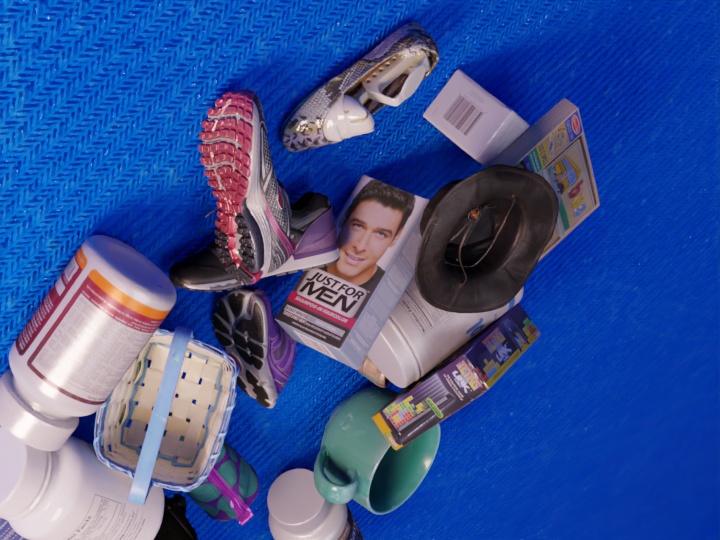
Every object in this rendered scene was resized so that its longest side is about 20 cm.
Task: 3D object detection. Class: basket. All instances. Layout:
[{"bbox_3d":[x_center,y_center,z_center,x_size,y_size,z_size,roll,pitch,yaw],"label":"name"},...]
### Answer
[{"bbox_3d":[-0.204,0.148,1.379,0.200,0.138,0.178,162,-55,-80],"label":"basket"}]

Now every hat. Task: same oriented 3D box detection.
[{"bbox_3d":[0.122,-0.046,1.481,0.199,0.081,0.203,-20,129,-27],"label":"hat"}]

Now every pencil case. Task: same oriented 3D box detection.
[{"bbox_3d":[-0.191,0.233,1.590,0.085,0.092,0.200,-41,146,-7],"label":"pencil case"}]

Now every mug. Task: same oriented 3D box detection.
[{"bbox_3d":[0.011,0.231,1.767,0.153,0.114,0.185,-61,149,4],"label":"mug"}]

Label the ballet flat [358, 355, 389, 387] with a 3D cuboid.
[{"bbox_3d":[0.086,0.089,1.761,0.199,0.067,0.068,-38,147,-13],"label":"ballet flat"}]

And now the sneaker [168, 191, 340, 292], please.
[{"bbox_3d":[-0.120,-0.037,1.434,0.198,0.075,0.089,-15,107,-28],"label":"sneaker"}]

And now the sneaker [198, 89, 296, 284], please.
[{"bbox_3d":[-0.112,-0.090,1.346,0.074,0.080,0.202,-28,128,-38],"label":"sneaker"}]

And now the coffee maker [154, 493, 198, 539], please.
[{"bbox_3d":[-0.256,0.380,1.567,0.133,0.193,0.201,-9,137,-15],"label":"coffee maker"}]

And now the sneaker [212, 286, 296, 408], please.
[{"bbox_3d":[-0.117,0.075,1.547,0.084,0.080,0.201,-49,156,-26],"label":"sneaker"}]

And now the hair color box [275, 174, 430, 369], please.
[{"bbox_3d":[0.000,0.000,1.504,0.201,0.098,0.061,-59,147,-14],"label":"hair color box"}]

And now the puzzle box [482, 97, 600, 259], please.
[{"bbox_3d":[0.220,-0.098,1.575,0.133,0.025,0.200,-42,145,-9],"label":"puzzle box"}]

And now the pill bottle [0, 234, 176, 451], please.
[{"bbox_3d":[-0.280,0.073,1.318,0.201,0.110,0.109,-53,145,10],"label":"pill bottle"}]

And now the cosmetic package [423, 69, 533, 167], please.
[{"bbox_3d":[0.170,-0.152,1.579,0.071,0.101,0.200,-51,146,7],"label":"cosmetic package"}]

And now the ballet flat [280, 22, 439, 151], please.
[{"bbox_3d":[0.006,-0.185,1.399,0.200,0.072,0.072,-40,145,-9],"label":"ballet flat"}]

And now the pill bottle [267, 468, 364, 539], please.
[{"bbox_3d":[-0.064,0.355,1.831,0.111,0.111,0.201,-37,145,-12],"label":"pill bottle"}]

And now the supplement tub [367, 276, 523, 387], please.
[{"bbox_3d":[0.095,0.039,1.665,0.199,0.132,0.133,-36,145,-14],"label":"supplement tub"}]

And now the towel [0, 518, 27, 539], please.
[{"bbox_3d":[-0.383,0.277,1.498,0.145,0.024,0.200,-46,147,-6],"label":"towel"}]

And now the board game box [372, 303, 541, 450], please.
[{"bbox_3d":[0.125,0.133,1.684,0.165,0.057,0.200,-39,177,31],"label":"board game box"}]

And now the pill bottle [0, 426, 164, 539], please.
[{"bbox_3d":[-0.313,0.236,1.407,0.115,0.114,0.200,-50,138,6],"label":"pill bottle"}]
